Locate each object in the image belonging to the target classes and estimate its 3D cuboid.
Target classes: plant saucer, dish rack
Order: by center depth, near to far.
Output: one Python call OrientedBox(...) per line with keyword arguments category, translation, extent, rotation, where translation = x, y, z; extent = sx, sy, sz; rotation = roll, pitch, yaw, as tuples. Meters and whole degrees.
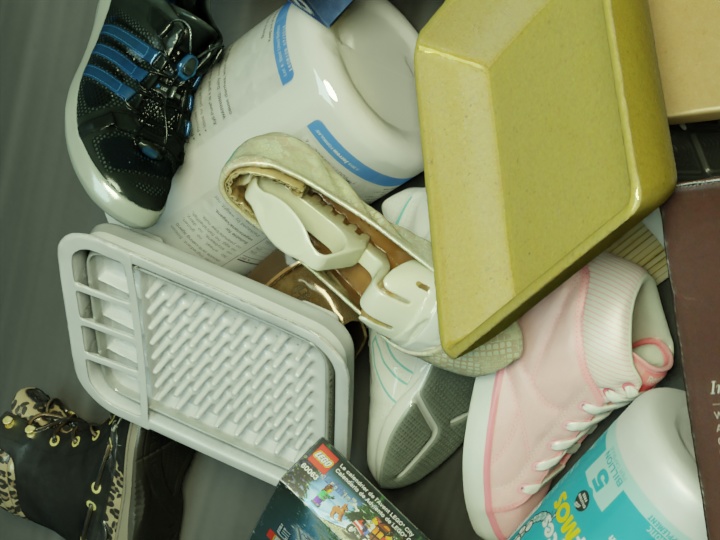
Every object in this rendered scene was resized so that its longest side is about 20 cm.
OrientedBox(category="plant saucer", translation=(0.096, -0.078, 0.863), extent=(0.200, 0.048, 0.201), rotation=(136, 135, -56))
OrientedBox(category="dish rack", translation=(-0.087, 0.052, 1.036), extent=(0.199, 0.044, 0.172), rotation=(23, 141, 17))

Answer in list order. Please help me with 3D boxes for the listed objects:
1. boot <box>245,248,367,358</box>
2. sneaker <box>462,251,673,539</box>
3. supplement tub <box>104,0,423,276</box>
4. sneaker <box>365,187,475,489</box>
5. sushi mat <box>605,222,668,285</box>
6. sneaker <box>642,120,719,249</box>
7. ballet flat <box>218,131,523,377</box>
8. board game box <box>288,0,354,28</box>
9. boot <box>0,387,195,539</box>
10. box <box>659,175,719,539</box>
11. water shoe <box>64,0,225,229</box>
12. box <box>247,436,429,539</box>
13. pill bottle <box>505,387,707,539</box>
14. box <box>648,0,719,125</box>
OrientedBox(category="boot", translation=(-0.062, 0.056, 1.092), extent=(0.200, 0.073, 0.076), rotation=(-45, 68, 49))
OrientedBox(category="sneaker", translation=(0.123, 0.079, 0.980), extent=(0.104, 0.075, 0.202), rotation=(15, 110, 25))
OrientedBox(category="supplement tub", translation=(-0.055, -0.080, 1.056), extent=(0.199, 0.132, 0.133), rotation=(-29, 79, 34))
OrientedBox(category="sneaker", translation=(0.036, 0.041, 1.045), extent=(0.080, 0.070, 0.202), rotation=(38, 125, 44))
OrientedBox(category="sushi mat", translation=(0.134, -0.018, 1.004), extent=(0.200, 0.012, 0.096), rotation=(-40, 74, 31))
OrientedBox(category="sneaker", translation=(0.134, -0.068, 0.957), extent=(0.115, 0.075, 0.201), rotation=(-45, 60, 39))
OrientedBox(category="ballet flat", translation=(0.000, 0.000, 0.944), extent=(0.200, 0.062, 0.068), rotation=(38, 120, 9))
OrientedBox(category="board game box", translation=(0.002, -0.249, 0.979), extent=(0.200, 0.035, 0.135), rotation=(-47, 52, -4))
OrientedBox(category="boot", translation=(-0.192, 0.119, 1.215), extent=(0.150, 0.073, 0.201), rotation=(21, 113, 31))
OrientedBox(category="box", translation=(0.264, 0.042, 0.827), extent=(0.163, 0.165, 0.202), rotation=(-8, 92, 35))
OrientedBox(category="water shoe", translation=(-0.123, -0.120, 0.993), extent=(0.079, 0.071, 0.201), rotation=(-31, 46, 36))
OrientedBox(category="box", translation=(-0.002, 0.187, 1.022), extent=(0.137, 0.038, 0.200), rotation=(44, 157, 8))
OrientedBox(category="pill bottle", translation=(0.144, 0.170, 0.961), extent=(0.111, 0.111, 0.200), rotation=(48, 119, 20))
OrientedBox(category="box", translation=(0.208, -0.159, 0.871), extent=(0.199, 0.021, 0.165), rotation=(-5, 75, 21))
